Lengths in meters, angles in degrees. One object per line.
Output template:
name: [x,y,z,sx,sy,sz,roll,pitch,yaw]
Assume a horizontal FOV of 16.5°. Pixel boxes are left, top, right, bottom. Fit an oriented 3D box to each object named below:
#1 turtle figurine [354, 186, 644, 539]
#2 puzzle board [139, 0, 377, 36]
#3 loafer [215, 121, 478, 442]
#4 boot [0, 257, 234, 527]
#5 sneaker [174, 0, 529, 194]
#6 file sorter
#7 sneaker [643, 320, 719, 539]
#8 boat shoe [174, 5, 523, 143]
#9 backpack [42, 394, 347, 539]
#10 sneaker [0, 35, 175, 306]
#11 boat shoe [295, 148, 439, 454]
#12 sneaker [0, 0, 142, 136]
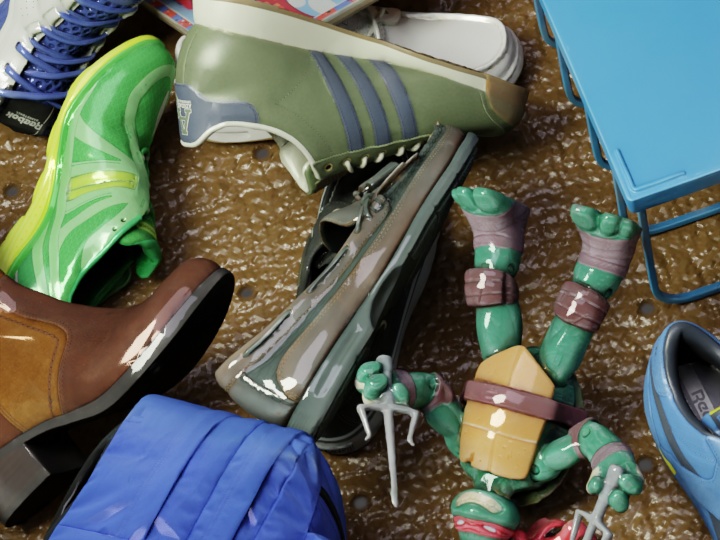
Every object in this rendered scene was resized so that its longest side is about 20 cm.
turtle figurine: [0.073,0.065,1.234,0.149,0.101,0.201,12,83,8]
puzzle board: [-0.053,-0.185,1.441,0.150,0.017,0.200,-32,36,-16]
loafer: [-0.004,-0.005,1.269,0.063,0.072,0.201,27,60,5]
boot: [-0.184,0.002,1.316,0.188,0.068,0.200,-44,77,22]
sneaker: [-0.010,-0.083,1.338,0.067,0.199,0.090,23,97,66]
file sorter: [0.179,-0.104,1.326,0.138,0.123,0.201,-19,56,-1]
sneaker: [0.199,0.109,1.214,0.066,0.079,0.201,-28,58,-8]
boat shoe: [-0.008,-0.119,1.407,0.198,0.070,0.071,-9,50,5]
backpack: [-0.070,0.173,1.188,0.167,0.163,0.201,11,49,14]
sneaker: [-0.141,-0.034,1.386,0.083,0.074,0.201,17,74,17]
boat shoe: [0.000,0.000,1.338,0.068,0.057,0.201,2,59,14]
sneaker: [-0.170,-0.138,1.431,0.199,0.080,0.116,-6,77,50]
